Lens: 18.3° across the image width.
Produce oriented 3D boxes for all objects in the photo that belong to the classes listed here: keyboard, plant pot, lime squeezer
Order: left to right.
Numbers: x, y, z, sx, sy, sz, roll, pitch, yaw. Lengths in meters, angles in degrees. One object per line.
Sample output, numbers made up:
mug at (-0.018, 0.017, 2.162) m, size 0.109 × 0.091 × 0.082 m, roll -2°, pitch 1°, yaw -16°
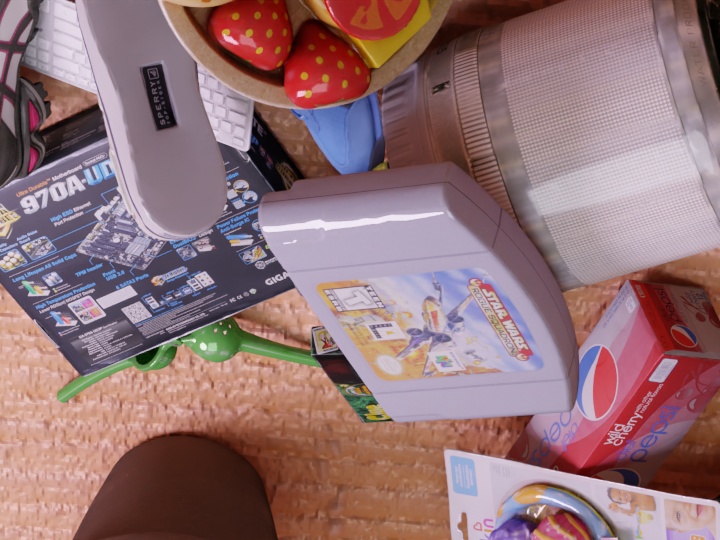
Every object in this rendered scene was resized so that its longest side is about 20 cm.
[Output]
keyboard at (-0.149, -0.125, 1.300) m, size 0.200 × 0.011 × 0.056 m, roll 22°, pitch 136°, yaw 17°
plant pot at (-0.124, 0.212, 1.530) m, size 0.200 × 0.175 × 0.200 m, roll 2°, pitch 130°, yaw 2°
lime squeezer at (-0.116, 0.053, 1.494) m, size 0.200 × 0.038 × 0.071 m, roll -8°, pitch 161°, yaw 9°

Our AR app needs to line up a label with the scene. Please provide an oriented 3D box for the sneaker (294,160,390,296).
sneaker at (0.000, 0.000, 1.373) m, size 0.085 × 0.075 × 0.200 m, roll -22°, pitch 152°, yaw -5°

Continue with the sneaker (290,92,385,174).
sneaker at (-0.044, -0.129, 1.287) m, size 0.078 × 0.066 × 0.200 m, roll -31°, pitch 126°, yaw -16°

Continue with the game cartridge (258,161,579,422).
game cartridge at (0.043, 0.018, 1.247) m, size 0.133 × 0.042 × 0.200 m, roll -2°, pitch 141°, yaw 30°

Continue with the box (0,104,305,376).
box at (-0.137, -0.030, 1.408) m, size 0.200 × 0.046 × 0.159 m, roll -23°, pitch 125°, yaw 21°

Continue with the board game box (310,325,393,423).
board game box at (0.036, 0.065, 1.425) m, size 0.105 × 0.024 × 0.200 m, roll -6°, pitch 164°, yaw 7°

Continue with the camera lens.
camera lens at (0.131, -0.074, 1.278) m, size 0.200 × 0.160 × 0.160 m, roll -17°, pitch 127°, yaw 17°

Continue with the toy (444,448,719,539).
toy at (0.137, 0.190, 1.452) m, size 0.200 × 0.047 × 0.115 m, roll 7°, pitch 115°, yaw 30°

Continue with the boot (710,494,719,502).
boot at (0.232, 0.175, 1.506) m, size 0.174 × 0.069 × 0.200 m, roll -11°, pitch 135°, yaw -19°

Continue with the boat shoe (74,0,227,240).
boat shoe at (-0.121, -0.114, 1.240) m, size 0.071 × 0.070 × 0.200 m, roll -13°, pitch 91°, yaw -22°

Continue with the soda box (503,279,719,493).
soda box at (0.165, 0.098, 1.475) m, size 0.063 × 0.070 × 0.200 m, roll 6°, pitch 133°, yaw -29°

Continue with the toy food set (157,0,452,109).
toy food set at (-0.024, -0.187, 1.204) m, size 0.198 × 0.049 × 0.200 m, roll -45°, pitch 115°, yaw -15°

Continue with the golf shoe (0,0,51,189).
golf shoe at (-0.230, -0.127, 1.286) m, size 0.077 × 0.088 × 0.200 m, roll 12°, pitch 125°, yaw 27°
